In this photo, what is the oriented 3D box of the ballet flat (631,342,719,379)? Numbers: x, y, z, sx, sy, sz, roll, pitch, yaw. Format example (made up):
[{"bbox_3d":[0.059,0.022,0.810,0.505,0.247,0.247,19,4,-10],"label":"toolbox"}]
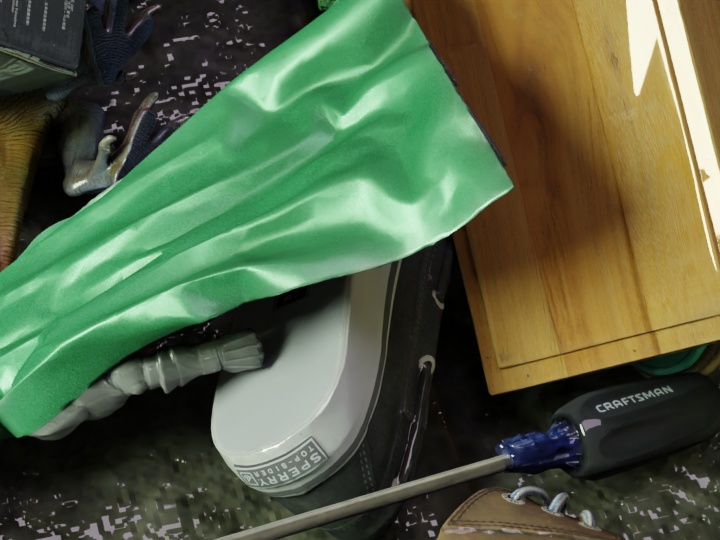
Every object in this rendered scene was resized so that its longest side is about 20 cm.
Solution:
[{"bbox_3d":[0.110,-0.064,0.737,0.069,0.200,0.063,-1,7,36],"label":"ballet flat"}]

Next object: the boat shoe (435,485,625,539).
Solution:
[{"bbox_3d":[0.046,0.098,0.632,0.200,0.072,0.072,-6,47,-8],"label":"boat shoe"}]

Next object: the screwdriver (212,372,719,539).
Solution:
[{"bbox_3d":[0.030,0.057,0.667,0.200,0.028,0.029,-7,70,-32],"label":"screwdriver"}]

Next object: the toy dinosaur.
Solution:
[{"bbox_3d":[-0.144,-0.087,0.783,0.181,0.105,0.200,18,58,37],"label":"toy dinosaur"}]

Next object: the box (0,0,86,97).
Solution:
[{"bbox_3d":[-0.153,-0.152,0.749,0.161,0.049,0.200,-9,72,43],"label":"box"}]

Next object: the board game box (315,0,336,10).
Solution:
[{"bbox_3d":[0.076,-0.130,0.847,0.200,0.023,0.105,-5,23,-8],"label":"board game box"}]

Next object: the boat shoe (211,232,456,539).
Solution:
[{"bbox_3d":[0.000,0.000,0.728,0.069,0.057,0.200,-18,40,33],"label":"boat shoe"}]

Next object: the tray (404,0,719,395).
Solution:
[{"bbox_3d":[0.065,-0.069,0.701,0.037,0.099,0.200,-5,81,-55],"label":"tray"}]

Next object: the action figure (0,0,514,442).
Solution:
[{"bbox_3d":[-0.054,-0.003,0.679,0.200,0.055,0.118,-33,43,7],"label":"action figure"}]
